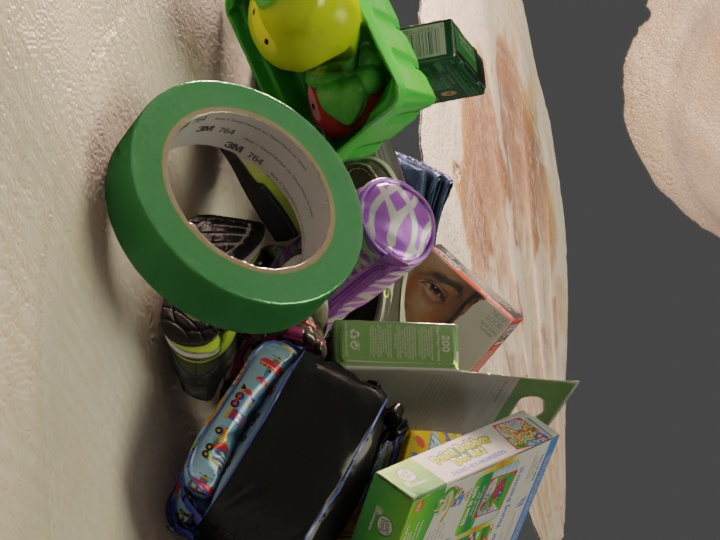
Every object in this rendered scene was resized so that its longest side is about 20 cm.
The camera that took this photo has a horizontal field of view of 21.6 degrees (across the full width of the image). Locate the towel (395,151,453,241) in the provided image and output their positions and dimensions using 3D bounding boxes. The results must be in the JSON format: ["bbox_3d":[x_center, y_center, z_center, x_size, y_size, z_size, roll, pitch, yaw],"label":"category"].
[{"bbox_3d":[0.035,-0.019,1.937,0.112,0.048,0.201,31,-64,54],"label":"towel"}]

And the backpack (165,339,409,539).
[{"bbox_3d":[-0.068,0.172,1.483,0.183,0.134,0.200,-58,177,-27],"label":"backpack"}]

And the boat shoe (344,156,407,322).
[{"bbox_3d":[0.003,0.000,1.675,0.060,0.072,0.203,-4,94,-61],"label":"boat shoe"}]

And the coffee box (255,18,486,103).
[{"bbox_3d":[0.009,-0.187,1.812,0.123,0.199,0.044,33,49,-68],"label":"coffee box"}]

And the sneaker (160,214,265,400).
[{"bbox_3d":[-0.122,0.024,1.529,0.200,0.073,0.081,-74,172,-54],"label":"sneaker"}]

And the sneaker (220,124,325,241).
[{"bbox_3d":[-0.067,-0.097,1.603,0.072,0.083,0.200,58,1,-44],"label":"sneaker"}]

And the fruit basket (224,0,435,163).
[{"bbox_3d":[-0.046,-0.202,1.646,0.215,0.155,0.216,32,38,-29],"label":"fruit basket"}]

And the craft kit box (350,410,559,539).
[{"bbox_3d":[0.057,0.223,1.491,0.197,0.048,0.201,-19,134,-52],"label":"craft kit box"}]

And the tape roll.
[{"bbox_3d":[-0.094,-0.050,1.440,0.200,0.048,0.201,20,50,-25],"label":"tape roll"}]

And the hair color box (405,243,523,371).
[{"bbox_3d":[0.048,0.085,1.802,0.111,0.200,0.064,41,11,10],"label":"hair color box"}]

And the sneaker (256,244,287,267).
[{"bbox_3d":[-0.073,0.069,1.681,0.086,0.080,0.201,33,43,-55],"label":"sneaker"}]

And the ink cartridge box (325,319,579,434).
[{"bbox_3d":[0.066,0.092,1.560,0.146,0.199,0.048,110,-20,-64],"label":"ink cartridge box"}]

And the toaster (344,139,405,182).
[{"bbox_3d":[-0.010,-0.068,1.798,0.200,0.113,0.130,61,7,-61],"label":"toaster"}]

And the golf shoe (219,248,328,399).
[{"bbox_3d":[-0.064,0.058,1.556,0.200,0.072,0.092,123,-21,-58],"label":"golf shoe"}]

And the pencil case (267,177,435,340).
[{"bbox_3d":[-0.018,-0.001,1.575,0.084,0.200,0.086,29,51,-16],"label":"pencil case"}]

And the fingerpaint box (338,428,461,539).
[{"bbox_3d":[-0.001,0.195,1.666,0.073,0.166,0.200,52,28,-19],"label":"fingerpaint box"}]
